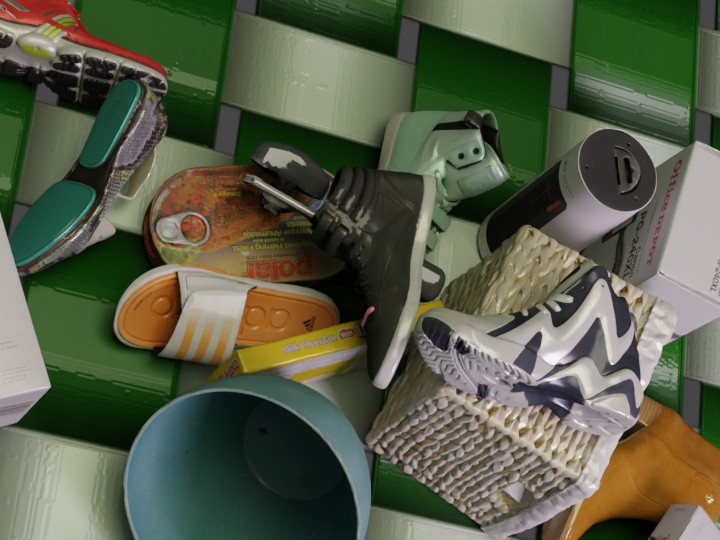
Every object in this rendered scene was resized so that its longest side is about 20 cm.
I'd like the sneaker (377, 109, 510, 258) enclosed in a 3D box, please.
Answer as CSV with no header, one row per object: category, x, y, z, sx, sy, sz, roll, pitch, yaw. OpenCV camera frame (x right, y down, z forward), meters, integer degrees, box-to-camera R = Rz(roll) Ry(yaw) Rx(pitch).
sneaker,0.070,-0.061,1.696,0.074,0.118,0.201,40,52,-49

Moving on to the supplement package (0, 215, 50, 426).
supplement package,-0.338,0.026,1.485,0.119,0.121,0.201,-13,78,-27

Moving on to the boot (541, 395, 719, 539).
boot,0.257,0.209,1.719,0.144,0.071,0.202,36,57,-9

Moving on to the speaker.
speaker,0.185,-0.055,1.704,0.081,0.200,0.082,8,68,-21

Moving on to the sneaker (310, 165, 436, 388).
sneaker,0.000,0.000,1.569,0.099,0.071,0.201,14,63,-9

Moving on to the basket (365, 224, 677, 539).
basket,0.136,0.095,1.633,0.161,0.198,0.200,35,62,-7

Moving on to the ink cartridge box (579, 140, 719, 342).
ink cartridge box,0.271,-0.012,1.728,0.083,0.200,0.146,27,63,-13

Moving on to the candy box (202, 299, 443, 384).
candy box,-0.031,0.072,1.619,0.199,0.102,0.027,-13,72,-28

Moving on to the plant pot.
plant pot,-0.074,0.166,1.534,0.200,0.200,0.135,49,26,-1

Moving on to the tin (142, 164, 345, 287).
tin,-0.096,-0.035,1.666,0.199,0.042,0.112,-4,70,-25

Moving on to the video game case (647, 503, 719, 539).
video game case,0.297,0.342,1.675,0.200,0.045,0.181,51,59,-18

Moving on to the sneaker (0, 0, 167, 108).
sneaker,-0.255,-0.205,1.635,0.199,0.077,0.085,20,57,-19

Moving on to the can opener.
can opener,-0.010,-0.045,1.638,0.199,0.053,0.067,28,85,-4

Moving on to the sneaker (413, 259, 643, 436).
sneaker,0.141,0.039,1.506,0.198,0.080,0.130,19,62,-10

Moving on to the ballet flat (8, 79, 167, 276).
ballet flat,-0.223,-0.066,1.600,0.072,0.072,0.201,34,74,-10

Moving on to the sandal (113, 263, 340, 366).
sandal,-0.105,0.043,1.602,0.206,0.059,0.079,3,114,-24
